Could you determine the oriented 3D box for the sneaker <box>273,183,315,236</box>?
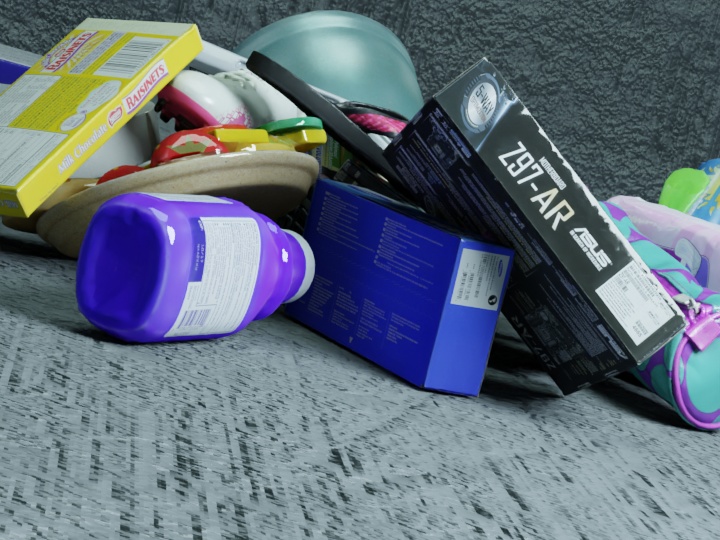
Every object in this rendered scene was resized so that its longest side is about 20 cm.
[{"bbox_3d":[0.000,0.000,1.643,0.200,0.076,0.091,35,8,32],"label":"sneaker"}]

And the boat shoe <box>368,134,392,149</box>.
[{"bbox_3d":[0.081,-0.058,1.713,0.200,0.057,0.069,34,5,-27],"label":"boat shoe"}]

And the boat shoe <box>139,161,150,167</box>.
[{"bbox_3d":[-0.142,-0.061,1.823,0.065,0.074,0.200,12,7,25],"label":"boat shoe"}]

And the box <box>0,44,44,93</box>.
[{"bbox_3d":[-0.316,-0.134,1.939,0.183,0.106,0.200,16,6,13],"label":"box"}]

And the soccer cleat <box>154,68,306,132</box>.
[{"bbox_3d":[-0.088,-0.118,1.665,0.070,0.087,0.200,36,-4,15],"label":"soccer cleat"}]

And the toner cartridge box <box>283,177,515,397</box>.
[{"bbox_3d":[0.021,0.008,1.495,0.043,0.096,0.200,12,7,-29],"label":"toner cartridge box"}]

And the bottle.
[{"bbox_3d":[-0.091,-0.002,1.389,0.065,0.084,0.200,16,8,24],"label":"bottle"}]

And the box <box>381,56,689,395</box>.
[{"bbox_3d":[0.103,-0.022,1.452,0.200,0.043,0.160,53,-14,2],"label":"box"}]

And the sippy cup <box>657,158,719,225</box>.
[{"bbox_3d":[0.282,-0.012,1.851,0.139,0.131,0.178,29,-15,3],"label":"sippy cup"}]

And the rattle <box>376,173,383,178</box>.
[{"bbox_3d":[0.036,0.007,1.794,0.130,0.143,0.200,37,43,-13],"label":"rattle"}]

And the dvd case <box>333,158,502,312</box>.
[{"bbox_3d":[0.080,-0.003,1.644,0.200,0.022,0.146,39,5,16],"label":"dvd case"}]

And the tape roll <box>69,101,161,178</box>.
[{"bbox_3d":[-0.240,-0.086,1.672,0.201,0.037,0.203,-9,11,2],"label":"tape roll"}]

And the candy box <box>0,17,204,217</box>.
[{"bbox_3d":[-0.199,-0.104,1.558,0.102,0.027,0.200,5,40,37],"label":"candy box"}]

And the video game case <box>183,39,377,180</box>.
[{"bbox_3d":[-0.060,-0.091,1.884,0.181,0.022,0.200,23,-30,11],"label":"video game case"}]

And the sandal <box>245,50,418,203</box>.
[{"bbox_3d":[0.012,-0.095,1.605,0.200,0.045,0.075,38,-3,-13],"label":"sandal"}]

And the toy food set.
[{"bbox_3d":[-0.122,-0.053,1.568,0.197,0.049,0.200,-3,-15,-45],"label":"toy food set"}]

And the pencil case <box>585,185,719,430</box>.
[{"bbox_3d":[0.195,0.024,1.583,0.085,0.093,0.200,-26,33,-14],"label":"pencil case"}]

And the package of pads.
[{"bbox_3d":[0.237,0.025,1.674,0.075,0.121,0.200,16,5,-35],"label":"package of pads"}]

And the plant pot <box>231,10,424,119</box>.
[{"bbox_3d":[-0.027,-0.103,2.030,0.199,0.201,0.134,10,34,-29],"label":"plant pot"}]
